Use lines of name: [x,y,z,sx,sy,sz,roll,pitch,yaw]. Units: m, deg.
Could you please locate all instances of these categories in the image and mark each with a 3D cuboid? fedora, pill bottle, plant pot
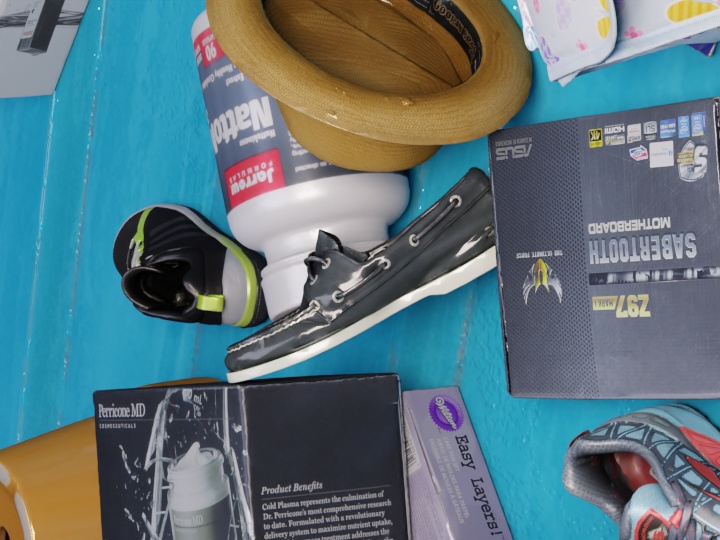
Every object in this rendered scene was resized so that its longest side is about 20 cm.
fedora: [0.000,-0.119,1.368,0.201,0.200,0.082,56,145,36]
pill bottle: [-0.033,-0.073,1.472,0.120,0.119,0.200,-26,72,53]
plant pot: [-0.181,0.184,1.658,0.200,0.183,0.201,9,101,55]

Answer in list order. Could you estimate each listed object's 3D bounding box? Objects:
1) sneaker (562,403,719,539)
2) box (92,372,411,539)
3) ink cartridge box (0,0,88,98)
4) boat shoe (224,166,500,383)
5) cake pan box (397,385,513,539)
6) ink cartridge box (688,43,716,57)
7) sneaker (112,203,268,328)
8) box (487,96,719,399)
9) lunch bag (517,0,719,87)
sneaker: [0.179,0.141,1.208,0.200,0.095,0.079,36,122,48]
box: [-0.069,0.167,1.467,0.200,0.124,0.197,-7,85,56]
ink cartridge box: [-0.278,-0.256,1.837,0.144,0.084,0.200,58,136,33]
boat shoe: [0.000,0.000,1.374,0.066,0.199,0.075,63,-175,-5]
cake pan box: [0.027,0.194,1.476,0.184,0.052,0.200,-44,58,46]
ink cartridge box: [0.141,-0.241,1.269,0.200,0.041,0.200,35,122,48]
sneaker: [-0.141,-0.005,1.668,0.200,0.083,0.072,16,107,54]
box: [0.152,-0.009,1.271,0.200,0.051,0.158,-3,92,56]
lunch bag: [0.149,-0.192,1.136,0.200,0.127,0.170,-14,91,37]
